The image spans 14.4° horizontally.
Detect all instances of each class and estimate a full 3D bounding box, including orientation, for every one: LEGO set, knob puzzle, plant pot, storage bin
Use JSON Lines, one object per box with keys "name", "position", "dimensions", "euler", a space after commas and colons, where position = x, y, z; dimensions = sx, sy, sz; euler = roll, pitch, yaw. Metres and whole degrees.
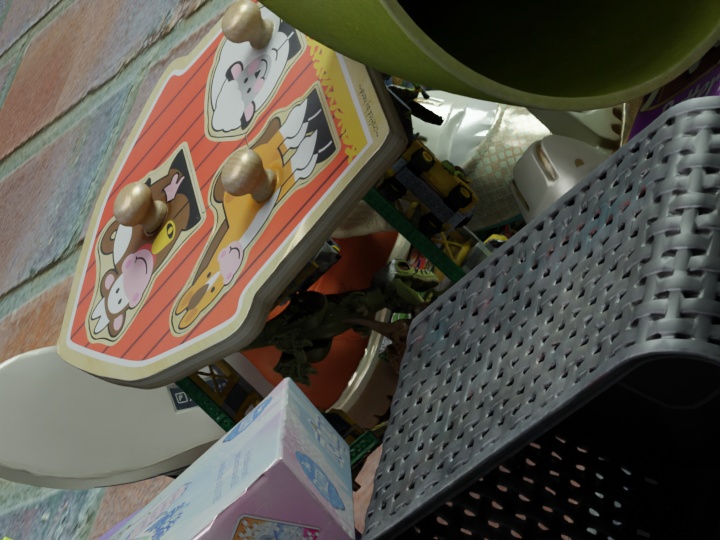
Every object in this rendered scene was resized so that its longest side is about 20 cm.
{"name": "LEGO set", "position": [0.000, 0.000, 1.251], "dimensions": [0.200, 0.154, 0.116], "euler": [-53, 2, 34]}
{"name": "knob puzzle", "position": [-0.072, -0.036, 1.204], "dimensions": [0.219, 0.030, 0.220], "euler": [-36, 38, 35]}
{"name": "plant pot", "position": [0.024, -0.148, 1.080], "dimensions": [0.200, 0.187, 0.188], "euler": [-2, 63, 62]}
{"name": "storage bin", "position": [0.102, 0.048, 0.886], "dimensions": [0.200, 0.135, 0.094], "euler": [-42, 28, 51]}

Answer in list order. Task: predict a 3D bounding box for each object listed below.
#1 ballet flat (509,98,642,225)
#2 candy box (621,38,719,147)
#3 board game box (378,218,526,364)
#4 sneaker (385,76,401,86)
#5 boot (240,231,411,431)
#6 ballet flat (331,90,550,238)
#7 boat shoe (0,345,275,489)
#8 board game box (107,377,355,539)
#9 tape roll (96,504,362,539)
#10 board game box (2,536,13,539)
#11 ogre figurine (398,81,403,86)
{"name": "ballet flat", "position": [0.094, -0.049, 1.174], "dimensions": [0.071, 0.071, 0.200], "euler": [-47, 24, 43]}
{"name": "candy box", "position": [0.149, -0.061, 1.046], "dimensions": [0.201, 0.056, 0.117], "euler": [-65, 17, -8]}
{"name": "board game box", "position": [0.063, -0.056, 1.351], "dimensions": [0.105, 0.023, 0.201], "euler": [-34, 34, 55]}
{"name": "sneaker", "position": [0.010, -0.147, 1.341], "dimensions": [0.200, 0.088, 0.075], "euler": [-44, 25, -28]}
{"name": "boot", "position": [-0.025, -0.017, 1.415], "dimensions": [0.075, 0.107, 0.200], "euler": [-55, 17, 36]}
{"name": "ballet flat", "position": [0.023, -0.050, 1.297], "dimensions": [0.200, 0.062, 0.068], "euler": [-13, 50, 53]}
{"name": "boat shoe", "position": [-0.111, 0.081, 1.418], "dimensions": [0.093, 0.199, 0.075], "euler": [131, 130, -57]}
{"name": "board game box", "position": [-0.087, 0.130, 1.022], "dimensions": [0.199, 0.043, 0.200], "euler": [-43, 4, 4]}
{"name": "tape roll", "position": [-0.058, 0.186, 1.124], "dimensions": [0.200, 0.085, 0.200], "euler": [-27, 38, 24]}
{"name": "board game box", "position": [-0.155, 0.232, 1.444], "dimensions": [0.048, 0.101, 0.200], "euler": [-53, 20, 27]}
{"name": "ogre figurine", "position": [0.008, -0.137, 1.497], "dimensions": [0.200, 0.098, 0.120], "euler": [110, 176, -70]}
